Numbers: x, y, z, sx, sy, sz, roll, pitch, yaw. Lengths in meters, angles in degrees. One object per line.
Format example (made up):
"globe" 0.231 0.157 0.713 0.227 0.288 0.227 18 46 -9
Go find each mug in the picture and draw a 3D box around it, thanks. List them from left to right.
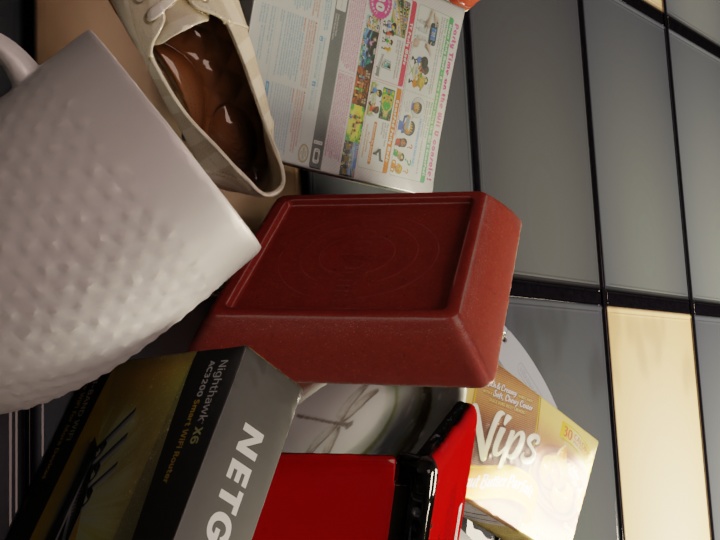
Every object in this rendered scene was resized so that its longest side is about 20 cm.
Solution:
"mug" -0.179 -0.033 0.529 0.175 0.148 0.201 -39 107 -5

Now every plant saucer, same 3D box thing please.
"plant saucer" -0.017 0.114 0.720 0.199 0.201 0.050 12 29 -47
"plant saucer" 0.000 0.000 0.669 0.200 0.197 0.037 -67 154 -55

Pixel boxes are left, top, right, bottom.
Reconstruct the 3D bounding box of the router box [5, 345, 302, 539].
"router box" -0.131 0.146 0.559 0.052 0.156 0.202 42 53 -36

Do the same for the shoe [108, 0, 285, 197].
"shoe" -0.089 -0.126 0.570 0.069 0.053 0.202 -31 127 -12

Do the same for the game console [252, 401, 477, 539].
"game console" -0.004 0.198 0.714 0.172 0.117 0.203 -35 135 -62

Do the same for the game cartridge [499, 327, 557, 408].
"game cartridge" 0.134 0.141 0.959 0.201 0.040 0.134 56 50 -26

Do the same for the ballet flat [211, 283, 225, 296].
"ballet flat" -0.131 -0.050 0.657 0.200 0.075 0.068 46 51 -34

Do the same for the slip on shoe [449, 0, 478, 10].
"slip on shoe" 0.093 -0.357 0.986 0.074 0.061 0.203 -8 88 -47

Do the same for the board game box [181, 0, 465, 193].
"board game box" -0.020 -0.143 0.723 0.198 0.064 0.150 9 92 -44

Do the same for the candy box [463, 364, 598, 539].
"candy box" 0.123 0.161 0.875 0.199 0.055 0.117 36 64 -36

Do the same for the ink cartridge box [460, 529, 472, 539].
"ink cartridge box" 0.076 0.279 0.862 0.200 0.039 0.100 49 50 -33

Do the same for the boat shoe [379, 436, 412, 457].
"boat shoe" 0.026 0.064 0.831 0.069 0.071 0.203 23 71 -20
